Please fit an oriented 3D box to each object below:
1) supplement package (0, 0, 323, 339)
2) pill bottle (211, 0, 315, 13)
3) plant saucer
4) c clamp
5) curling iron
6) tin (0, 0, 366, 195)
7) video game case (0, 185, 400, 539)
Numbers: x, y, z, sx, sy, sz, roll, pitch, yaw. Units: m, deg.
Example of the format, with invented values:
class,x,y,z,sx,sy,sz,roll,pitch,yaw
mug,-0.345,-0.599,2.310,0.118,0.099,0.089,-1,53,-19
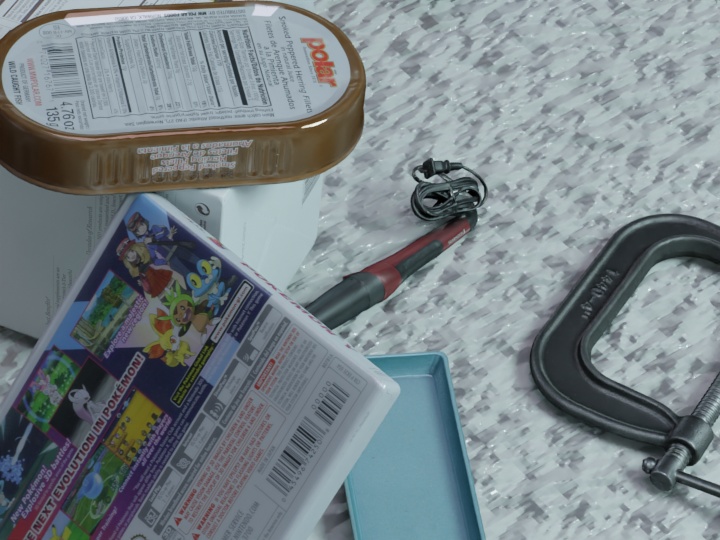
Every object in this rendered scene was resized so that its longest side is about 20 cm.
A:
class,x,y,z,sx,sy,sz,roll,pitch,yaw
supplement package,-0.137,-0.058,1.485,0.199,0.152,0.151,19,44,13
pill bottle,-0.133,-0.167,1.621,0.200,0.112,0.112,32,51,24
plant saucer,0.026,0.123,1.423,0.070,0.019,0.201,-3,46,-9
c clamp,0.187,0.047,1.510,0.170,0.027,0.200,18,48,18
curling iron,0.000,0.000,1.529,0.200,0.026,0.050,-40,98,-31
tin,-0.094,-0.090,1.387,0.199,0.042,0.112,-5,49,-13
video game case,-0.098,0.089,1.345,0.182,0.201,0.023,37,12,27
